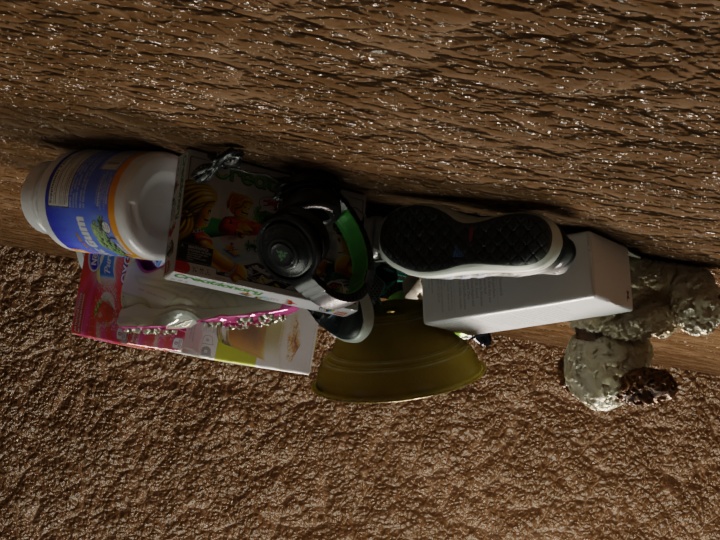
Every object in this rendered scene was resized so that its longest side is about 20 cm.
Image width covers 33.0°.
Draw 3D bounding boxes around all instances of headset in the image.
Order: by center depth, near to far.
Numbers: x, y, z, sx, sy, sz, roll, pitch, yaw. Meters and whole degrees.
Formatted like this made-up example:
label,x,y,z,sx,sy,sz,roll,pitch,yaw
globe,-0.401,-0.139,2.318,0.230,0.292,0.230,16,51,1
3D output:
label,x,y,z,sx,sy,sz,roll,pitch,yaw
headset,-0.068,-0.043,1.167,0.094,0.124,0.200,-23,124,33

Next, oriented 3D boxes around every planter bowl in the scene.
label,x,y,z,sx,sy,sz,roll,pitch,yaw
planter bowl,0.038,0.081,1.369,0.199,0.084,0.200,-7,-171,1

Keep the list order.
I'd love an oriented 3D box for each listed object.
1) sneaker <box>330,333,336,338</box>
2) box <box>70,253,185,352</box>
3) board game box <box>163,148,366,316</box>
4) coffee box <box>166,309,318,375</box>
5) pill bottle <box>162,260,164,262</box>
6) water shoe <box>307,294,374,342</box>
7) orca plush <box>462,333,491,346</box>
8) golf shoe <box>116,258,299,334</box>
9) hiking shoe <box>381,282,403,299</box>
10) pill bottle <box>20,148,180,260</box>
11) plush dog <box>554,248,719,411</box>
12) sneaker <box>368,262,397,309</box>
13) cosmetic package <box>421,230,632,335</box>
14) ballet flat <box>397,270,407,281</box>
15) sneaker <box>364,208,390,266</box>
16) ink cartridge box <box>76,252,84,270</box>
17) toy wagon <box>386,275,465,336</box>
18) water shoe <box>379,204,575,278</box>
label,x,y,z,sx,sy,sz,roll,pitch,yaw
sneaker,0.027,0.069,1.559,0.088,0.081,0.200,11,163,28
box,-0.256,-0.012,1.416,0.099,0.201,0.095,7,175,36
board game box,-0.091,-0.035,1.212,0.199,0.127,0.035,13,160,-26
coffee box,-0.183,0.023,1.652,0.197,0.201,0.200,14,173,-42
pill bottle,-0.139,-0.038,1.395,0.108,0.109,0.200,7,174,33
water shoe,-0.068,0.001,1.284,0.079,0.200,0.072,-20,158,-52
orca plush,0.163,0.063,1.637,0.105,0.071,0.200,15,-149,35
golf shoe,-0.161,0.019,1.262,0.199,0.092,0.075,-4,172,12
hiking shoe,0.088,0.017,1.571,0.199,0.076,0.101,1,-158,8
pill bottle,-0.269,-0.072,1.281,0.199,0.113,0.112,5,173,42
plush dog,0.281,0.071,1.347,0.160,0.173,0.200,13,175,-23
sneaker,0.000,0.000,1.417,0.091,0.078,0.200,8,-155,5
cosmetic package,0.174,0.017,1.282,0.199,0.072,0.101,-10,165,33
ballet flat,0.048,-0.015,1.530,0.199,0.068,0.070,9,-172,41
sneaker,0.006,-0.037,1.346,0.199,0.067,0.090,6,171,21
ink cartridge box,-0.330,-0.011,1.578,0.050,0.201,0.162,15,173,-36
toy wagon,0.110,0.023,1.438,0.199,0.040,0.155,-16,143,15
water shoe,0.111,-0.018,1.185,0.199,0.072,0.079,7,169,37
